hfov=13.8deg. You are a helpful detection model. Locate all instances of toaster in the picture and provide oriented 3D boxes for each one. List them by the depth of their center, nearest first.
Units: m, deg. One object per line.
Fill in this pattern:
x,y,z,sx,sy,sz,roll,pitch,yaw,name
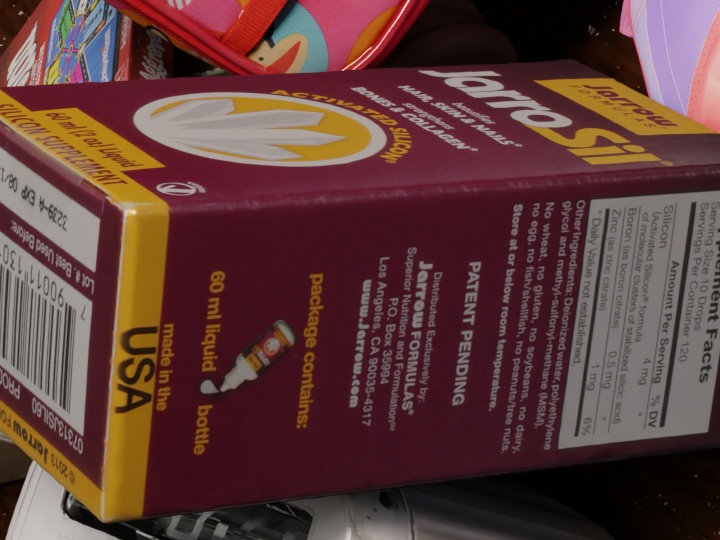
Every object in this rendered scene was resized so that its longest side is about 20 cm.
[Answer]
-0.014,0.101,0.857,0.200,0.129,0.114,16,87,43,toaster

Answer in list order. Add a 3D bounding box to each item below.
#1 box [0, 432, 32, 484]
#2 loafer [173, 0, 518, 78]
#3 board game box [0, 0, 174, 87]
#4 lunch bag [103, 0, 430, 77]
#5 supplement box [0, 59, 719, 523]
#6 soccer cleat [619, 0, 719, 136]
-0.196,0.042,1.064,0.200,0.095,0.078,-17,65,38,box
-0.037,-0.048,0.967,0.200,0.076,0.068,-25,66,32,loafer
-0.096,-0.060,0.992,0.103,0.019,0.200,-52,19,22,board game box
-0.008,-0.152,0.867,0.200,0.176,0.082,-55,10,2,lunch bag
0.000,0.000,0.803,0.110,0.200,0.086,33,122,54,supplement box
0.103,-0.110,0.878,0.076,0.067,0.200,-23,63,39,soccer cleat
